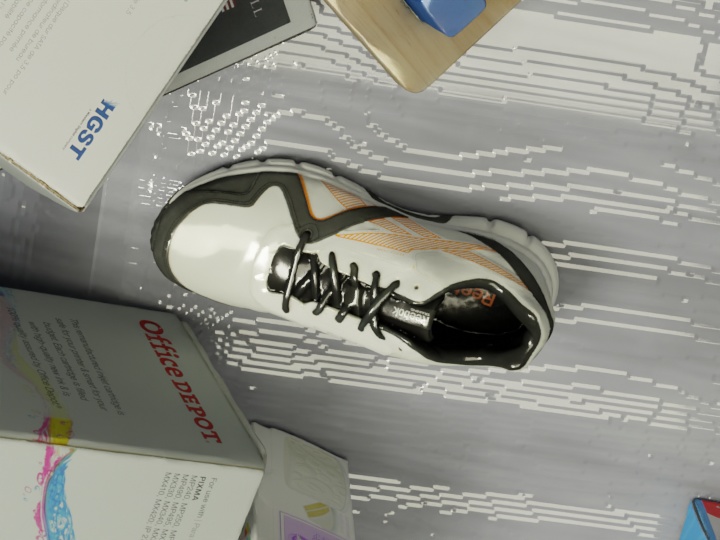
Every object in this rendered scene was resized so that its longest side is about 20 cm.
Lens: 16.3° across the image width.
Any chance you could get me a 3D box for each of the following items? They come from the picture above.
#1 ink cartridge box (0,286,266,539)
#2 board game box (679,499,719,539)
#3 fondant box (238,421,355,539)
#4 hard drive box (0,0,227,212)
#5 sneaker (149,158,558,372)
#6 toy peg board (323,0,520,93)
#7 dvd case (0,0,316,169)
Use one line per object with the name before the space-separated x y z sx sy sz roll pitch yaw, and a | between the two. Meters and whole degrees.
ink cartridge box | -0.163 0.074 1.141 0.200 0.146 0.083 10 113 -27
board game box | 0.244 0.232 1.309 0.200 0.056 0.196 10 112 -8
fondant box | -0.070 0.194 1.226 0.058 0.144 0.200 23 109 -12
hard drive box | -0.157 -0.144 1.028 0.200 0.077 0.156 38 82 -28
sneaker | 0.000 0.000 1.187 0.200 0.080 0.074 9 113 -6
toy peg board | 0.040 -0.206 1.072 0.199 0.098 0.200 -43 109 0
dvd case | -0.128 -0.138 1.102 0.200 0.025 0.150 -26 111 -20
